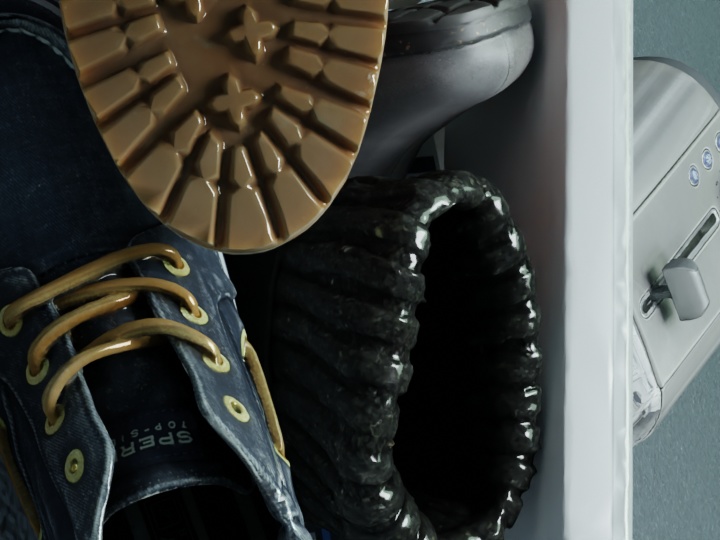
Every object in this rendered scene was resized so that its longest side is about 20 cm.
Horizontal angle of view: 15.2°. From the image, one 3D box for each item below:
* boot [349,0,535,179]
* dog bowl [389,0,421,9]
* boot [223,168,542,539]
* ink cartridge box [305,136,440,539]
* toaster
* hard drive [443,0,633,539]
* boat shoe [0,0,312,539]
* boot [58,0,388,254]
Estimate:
[{"bbox_3d":[0.000,0.000,0.798,0.070,0.200,0.132,-16,86,-34],"label":"boot"},{"bbox_3d":[-0.015,-0.150,0.846,0.200,0.199,0.059,-76,175,-61],"label":"dog bowl"},{"bbox_3d":[-0.036,-0.026,0.712,0.079,0.158,0.212,-32,112,-30],"label":"boot"},{"bbox_3d":[-0.006,0.037,0.873,0.039,0.099,0.201,-9,85,-44],"label":"ink cartridge box"},{"bbox_3d":[0.041,0.005,0.965,0.129,0.199,0.114,-51,125,-51],"label":"toaster"},{"bbox_3d":[0.048,0.014,0.771,0.132,0.026,0.201,124,-30,-67],"label":"hard drive"},{"bbox_3d":[-0.053,0.021,0.621,0.091,0.071,0.201,147,-79,-81],"label":"boat shoe"},{"bbox_3d":[-0.039,-0.092,0.653,0.107,0.075,0.201,99,-18,-73],"label":"boot"}]
